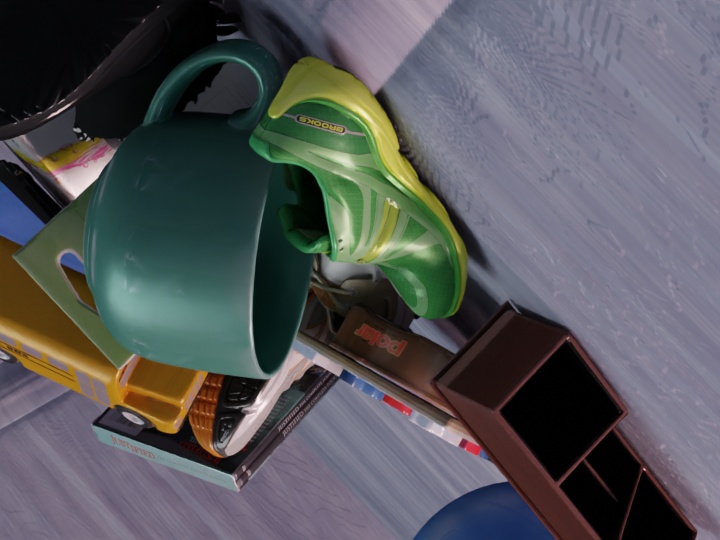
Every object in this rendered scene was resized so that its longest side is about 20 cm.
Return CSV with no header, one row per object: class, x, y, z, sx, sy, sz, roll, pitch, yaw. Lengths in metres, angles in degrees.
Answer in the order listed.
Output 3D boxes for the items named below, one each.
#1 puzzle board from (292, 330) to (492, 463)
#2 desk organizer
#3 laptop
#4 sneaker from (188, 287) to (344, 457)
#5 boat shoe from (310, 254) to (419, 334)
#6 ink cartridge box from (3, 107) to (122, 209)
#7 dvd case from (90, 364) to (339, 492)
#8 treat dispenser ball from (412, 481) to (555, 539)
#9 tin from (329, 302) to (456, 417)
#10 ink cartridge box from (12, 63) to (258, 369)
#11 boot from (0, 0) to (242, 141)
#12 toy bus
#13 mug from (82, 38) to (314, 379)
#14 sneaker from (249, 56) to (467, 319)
puzzle board,0.029,0.090,1.239,0.150,0.017,0.200,28,177,24
desk organizer,0.137,0.120,1.090,0.200,0.072,0.077,51,168,-23
laptop,-0.232,0.013,1.314,0.200,0.103,0.177,44,176,40
sneaker,-0.046,0.053,1.301,0.075,0.201,0.092,15,161,44
boat shoe,0.000,0.000,1.209,0.075,0.068,0.200,42,170,27
ink cartridge box,-0.195,-0.134,1.290,0.145,0.145,0.200,37,167,49
dvd case,-0.088,0.076,1.361,0.145,0.200,0.022,14,135,35
treat dispenser ball,0.121,0.257,1.334,0.201,0.201,0.201,45,171,9
tin,0.057,0.074,1.200,0.112,0.042,0.200,23,174,35
ink cartridge box,-0.120,-0.037,1.186,0.104,0.200,0.059,47,169,-2
boot,-0.157,-0.119,1.051,0.073,0.198,0.163,48,165,10
toy bus,-0.202,0.038,1.229,0.199,0.065,0.078,24,159,8
mug,-0.096,-0.034,1.081,0.114,0.186,0.152,7,168,11
sneaker,-0.005,-0.036,1.030,0.074,0.084,0.200,36,167,48
